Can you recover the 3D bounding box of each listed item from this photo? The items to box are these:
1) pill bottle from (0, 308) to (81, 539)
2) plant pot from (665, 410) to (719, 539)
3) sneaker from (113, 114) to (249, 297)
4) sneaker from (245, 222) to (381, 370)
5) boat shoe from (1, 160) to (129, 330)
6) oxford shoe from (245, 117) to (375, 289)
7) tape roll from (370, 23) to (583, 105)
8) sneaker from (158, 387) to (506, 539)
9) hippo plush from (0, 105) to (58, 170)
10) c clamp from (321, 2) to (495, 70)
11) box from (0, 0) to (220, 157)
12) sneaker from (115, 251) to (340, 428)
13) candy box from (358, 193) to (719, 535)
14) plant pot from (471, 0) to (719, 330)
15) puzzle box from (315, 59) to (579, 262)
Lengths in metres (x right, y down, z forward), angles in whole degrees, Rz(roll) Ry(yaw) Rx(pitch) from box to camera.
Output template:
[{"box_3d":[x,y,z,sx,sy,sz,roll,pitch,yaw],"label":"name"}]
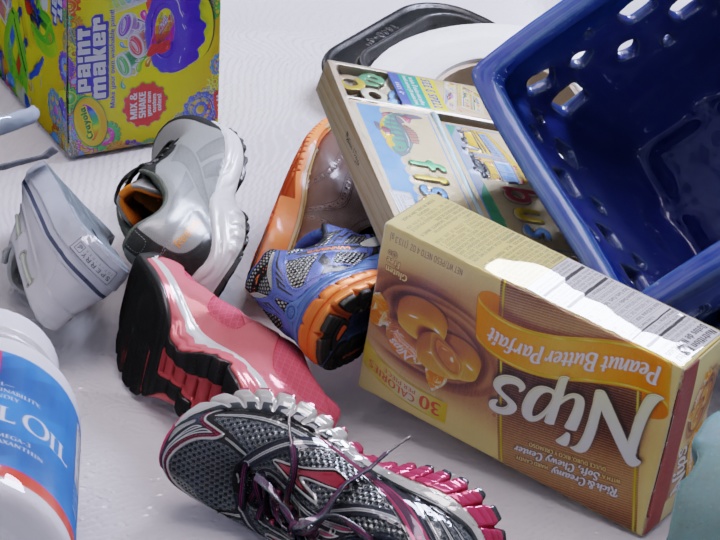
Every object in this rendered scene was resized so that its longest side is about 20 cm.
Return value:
[{"box_3d":[-0.204,0.103,1.349,0.111,0.113,0.200,-1,29,-6],"label":"pill bottle"},{"box_3d":[0.258,0.151,1.233,0.195,0.201,0.200,6,28,22],"label":"plant pot"},{"box_3d":[-0.121,-0.053,1.655,0.079,0.074,0.200,27,22,-19],"label":"sneaker"},{"box_3d":[0.000,0.000,1.545,0.078,0.076,0.200,34,19,18],"label":"sneaker"},{"box_3d":[-0.198,-0.016,1.610,0.067,0.074,0.200,-43,16,0],"label":"boat shoe"},{"box_3d":[-0.021,-0.034,1.676,0.073,0.072,0.200,22,35,-2],"label":"oxford shoe"},{"box_3d":[0.098,-0.090,1.745,0.201,0.071,0.203,2,35,-1],"label":"tape roll"},{"box_3d":[-0.024,0.124,1.359,0.199,0.081,0.075,18,34,25],"label":"sneaker"},{"box_3d":[-0.309,-0.086,1.576,0.199,0.161,0.159,-30,28,-3],"label":"hippo plush"},{"box_3d":[0.064,-0.144,1.908,0.170,0.027,0.200,21,36,22],"label":"c clamp"},{"box_3d":[-0.192,-0.218,1.843,0.121,0.201,0.193,-11,32,-24],"label":"box"},{"box_3d":[-0.080,0.056,1.511,0.086,0.074,0.200,4,26,-33],"label":"sneaker"},{"box_3d":[0.099,0.051,1.440,0.199,0.116,0.055,26,37,25],"label":"candy box"},{"box_3d":[0.215,-0.076,1.547,0.199,0.180,0.201,-33,66,11],"label":"plant pot"},{"box_3d":[0.057,-0.061,1.589,0.132,0.026,0.200,9,32,-22],"label":"puzzle box"}]
